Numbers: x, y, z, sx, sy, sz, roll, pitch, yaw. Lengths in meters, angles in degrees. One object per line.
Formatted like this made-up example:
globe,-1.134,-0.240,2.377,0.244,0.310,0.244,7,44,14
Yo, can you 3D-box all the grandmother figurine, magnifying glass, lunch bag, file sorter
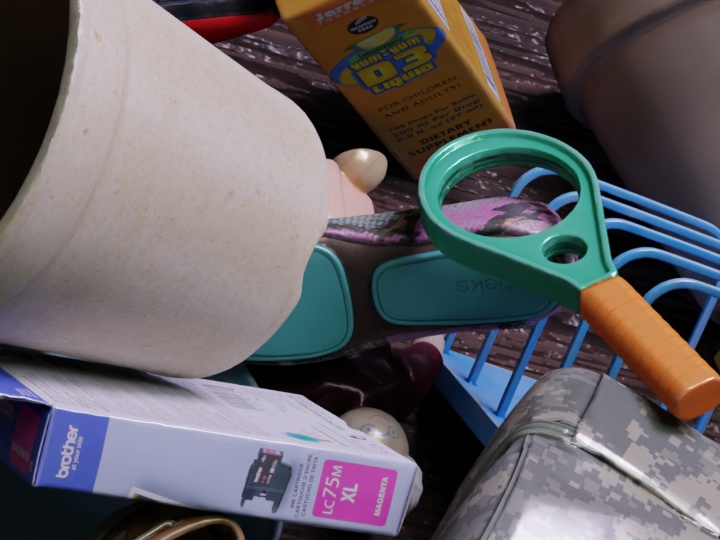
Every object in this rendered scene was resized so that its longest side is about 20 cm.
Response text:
grandmother figurine,-0.012,0.033,1.373,0.121,0.061,0.201,-5,56,-12
magnifying glass,0.092,-0.001,1.238,0.079,0.022,0.200,-22,44,-18
lunch bag,0.106,0.157,1.159,0.200,0.140,0.168,34,29,-2
file sorter,0.136,0.045,1.350,0.138,0.123,0.200,19,12,-20

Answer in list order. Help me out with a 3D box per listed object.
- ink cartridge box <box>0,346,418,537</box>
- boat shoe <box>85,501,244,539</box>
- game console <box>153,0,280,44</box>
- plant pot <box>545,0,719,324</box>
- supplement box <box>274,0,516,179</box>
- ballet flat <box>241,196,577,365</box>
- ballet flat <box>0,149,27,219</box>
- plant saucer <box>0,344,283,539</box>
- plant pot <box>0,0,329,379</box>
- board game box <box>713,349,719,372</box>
ink cartridge box,-0.091,0.068,1.208,0.199,0.119,0.042,13,95,-27
boat shoe,-0.115,0.168,1.156,0.076,0.074,0.200,42,63,-15
game console,-0.167,-0.154,1.375,0.199,0.172,0.119,-10,91,-38
plant pot,0.215,-0.071,1.518,0.199,0.200,0.174,-2,67,-34
supplement box,0.013,-0.119,1.422,0.200,0.066,0.069,47,23,-59
ballet flat,0.000,0.000,1.319,0.199,0.069,0.071,-7,24,5
ballet flat,-0.214,-0.062,1.279,0.199,0.070,0.070,19,47,-5
plant saucer,-0.129,0.081,1.273,0.199,0.036,0.201,17,50,-22
plant pot,-0.119,-0.043,1.198,0.183,0.200,0.201,23,44,-43
board game box,0.290,0.117,1.521,0.153,0.040,0.201,-1,58,-34
